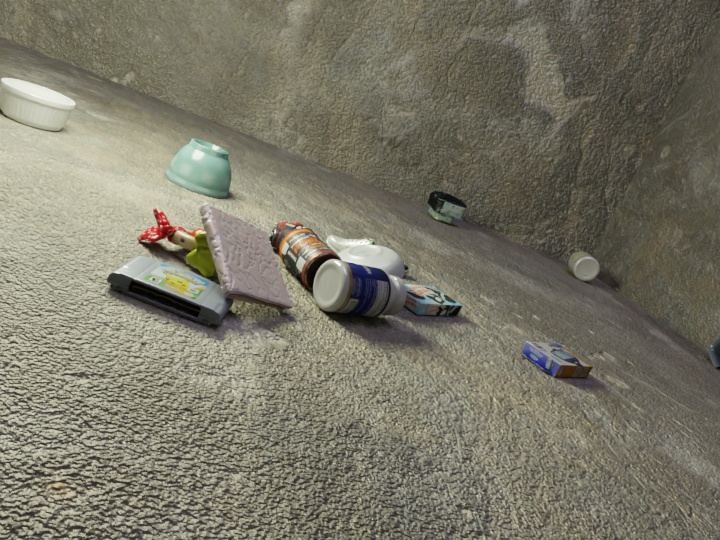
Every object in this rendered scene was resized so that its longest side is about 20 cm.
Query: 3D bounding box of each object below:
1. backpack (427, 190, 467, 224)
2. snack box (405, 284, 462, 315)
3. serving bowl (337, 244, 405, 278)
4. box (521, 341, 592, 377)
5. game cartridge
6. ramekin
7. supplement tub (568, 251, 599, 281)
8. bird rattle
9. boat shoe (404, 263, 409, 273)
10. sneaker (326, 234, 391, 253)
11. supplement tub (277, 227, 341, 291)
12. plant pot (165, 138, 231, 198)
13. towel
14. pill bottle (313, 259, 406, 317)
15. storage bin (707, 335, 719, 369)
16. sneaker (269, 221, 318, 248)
[{"bbox_3d":[0.484,-0.346,3.471,0.200,0.154,0.176,8,21,-18],"label":"backpack"},{"bbox_3d":[0.178,0.080,1.710,0.116,0.037,0.200,34,18,37],"label":"snack box"},{"bbox_3d":[0.013,-0.021,1.593,0.200,0.066,0.200,-3,24,1],"label":"serving bowl"},{"bbox_3d":[0.523,0.239,1.677,0.200,0.042,0.119,13,18,-44],"label":"box"},{"bbox_3d":[-0.327,0.032,1.104,0.200,0.041,0.133,22,11,-6],"label":"game cartridge"},{"bbox_3d":[-0.961,-0.487,1.848,0.202,0.094,0.202,21,15,-6],"label":"ramekin"},{"bbox_3d":[1.281,-0.028,3.593,0.145,0.145,0.200,24,15,1],"label":"supplement tub"},{"bbox_3d":[-0.356,-0.056,1.323,0.200,0.113,0.163,15,-1,19],"label":"bird rattle"},{"bbox_3d":[0.068,-0.035,1.904,0.200,0.062,0.075,18,13,-24],"label":"boat shoe"},{"bbox_3d":[-0.001,-0.060,1.765,0.200,0.081,0.077,26,17,12],"label":"sneaker"},{"bbox_3d":[-0.130,-0.034,1.505,0.107,0.107,0.200,12,18,-38],"label":"supplement tub"},{"bbox_3d":[-0.485,-0.325,1.933,0.200,0.134,0.200,22,15,-6],"label":"plant pot"},{"bbox_3d":[-0.224,-0.020,1.218,0.191,0.032,0.200,25,36,-57],"label":"towel"},{"bbox_3d":[0.003,0.045,1.406,0.200,0.116,0.116,12,18,-41],"label":"pill bottle"},{"bbox_3d":[1.626,0.371,2.704,0.134,0.146,0.200,34,26,3],"label":"storage bin"},{"bbox_3d":[-0.176,-0.087,1.686,0.098,0.071,0.200,25,13,14],"label":"sneaker"}]
